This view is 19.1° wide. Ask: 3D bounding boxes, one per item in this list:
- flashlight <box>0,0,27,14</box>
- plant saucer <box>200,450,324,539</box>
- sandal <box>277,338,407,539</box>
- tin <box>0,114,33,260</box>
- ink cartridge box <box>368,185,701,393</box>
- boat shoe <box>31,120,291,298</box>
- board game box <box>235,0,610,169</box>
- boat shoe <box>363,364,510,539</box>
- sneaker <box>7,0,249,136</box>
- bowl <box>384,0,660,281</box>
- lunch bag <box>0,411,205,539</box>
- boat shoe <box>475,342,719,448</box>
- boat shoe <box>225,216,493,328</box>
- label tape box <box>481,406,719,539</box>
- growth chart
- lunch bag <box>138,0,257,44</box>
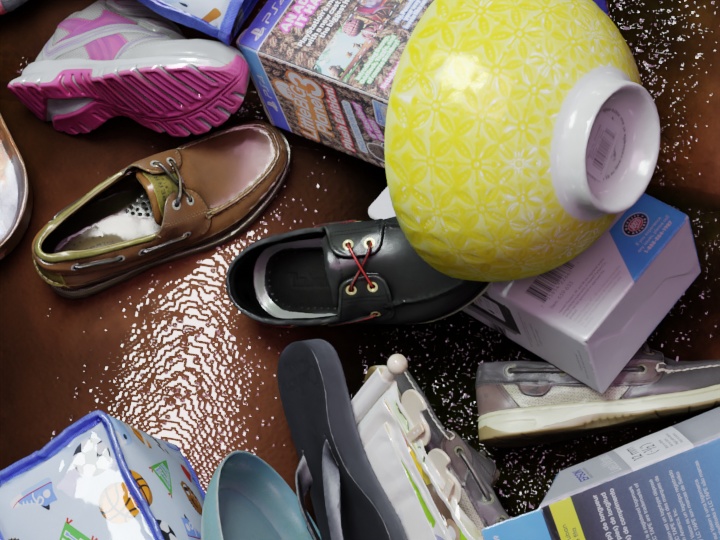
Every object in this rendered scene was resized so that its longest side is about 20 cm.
[{"bbox_3d":[-0.198,-0.218,1.539,0.198,0.068,0.068,-2,102,1],"label":"flashlight"},{"bbox_3d":[-0.050,0.212,1.358,0.027,0.200,0.202,-26,75,14],"label":"plant saucer"},{"bbox_3d":[-0.022,0.145,1.416,0.043,0.076,0.202,-7,66,-35],"label":"sandal"},{"bbox_3d":[-0.308,-0.090,1.524,0.111,0.042,0.201,-25,76,-8],"label":"tin"},{"bbox_3d":[0.116,-0.019,1.446,0.199,0.067,0.116,31,71,34],"label":"ink cartridge box"},{"bbox_3d":[-0.136,-0.045,1.488,0.199,0.068,0.072,-33,75,-7],"label":"boat shoe"},{"bbox_3d":[0.047,-0.154,1.452,0.199,0.097,0.160,24,67,27],"label":"board game box"},{"bbox_3d":[0.063,0.149,1.434,0.064,0.073,0.201,-19,73,-19],"label":"boat shoe"},{"bbox_3d":[-0.155,-0.151,1.482,0.198,0.081,0.089,5,63,35],"label":"sneaker"},{"bbox_3d":[0.118,-0.083,1.308,0.107,0.200,0.201,15,74,41],"label":"bowl"},{"bbox_3d":[-0.141,0.212,1.361,0.123,0.170,0.201,-33,74,6],"label":"lunch bag"},{"bbox_3d":[0.174,0.073,1.443,0.199,0.072,0.067,-11,80,4],"label":"boat shoe"},{"bbox_3d":[0.000,0.003,1.423,0.200,0.063,0.075,-7,90,34],"label":"boat shoe"},{"bbox_3d":[0.188,0.189,1.391,0.198,0.066,0.145,-21,100,-1],"label":"label tape box"},{"bbox_3d":[0.030,0.169,1.400,0.018,0.145,0.202,-9,69,-37],"label":"growth chart"},{"bbox_3d":[-0.115,-0.273,1.423,0.169,0.124,0.201,26,84,1],"label":"lunch bag"}]
